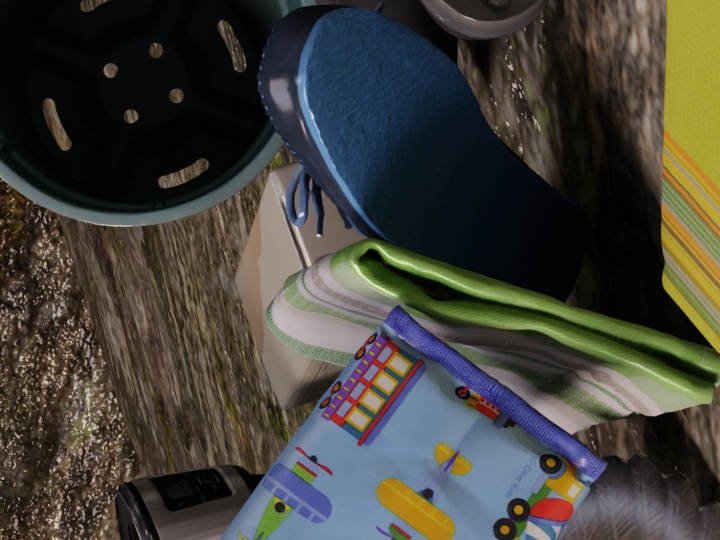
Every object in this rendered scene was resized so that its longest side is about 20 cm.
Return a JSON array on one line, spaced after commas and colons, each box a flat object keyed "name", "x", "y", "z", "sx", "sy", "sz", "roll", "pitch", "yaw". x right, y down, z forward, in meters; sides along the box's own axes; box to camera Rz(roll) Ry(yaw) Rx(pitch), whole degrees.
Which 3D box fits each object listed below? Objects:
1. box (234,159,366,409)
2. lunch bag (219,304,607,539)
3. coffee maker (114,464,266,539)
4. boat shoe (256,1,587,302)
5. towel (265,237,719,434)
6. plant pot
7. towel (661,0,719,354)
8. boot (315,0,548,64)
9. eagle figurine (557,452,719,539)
[{"name": "box", "x": 0.000, "y": 0.000, "z": 1.175, "sx": 0.200, "sy": 0.094, "sz": 0.078, "roll": 120, "pitch": 129, "yaw": -73}, {"name": "lunch bag", "x": 0.005, "y": 0.109, "z": 0.907, "sx": 0.094, "sy": 0.151, "sz": 0.200, "roll": 36, "pitch": 175, "yaw": 5}, {"name": "coffee maker", "x": -0.001, "y": 0.163, "z": 1.176, "sx": 0.135, "sy": 0.199, "sz": 0.194, "roll": 138, "pitch": 111, "yaw": -78}, {"name": "boat shoe", "x": 0.012, "y": -0.032, "z": 0.908, "sx": 0.068, "sy": 0.085, "sz": 0.200, "roll": 16, "pitch": 159, "yaw": 38}, {"name": "towel", "x": 0.044, "y": 0.031, "z": 0.927, "sx": 0.200, "sy": 0.148, "sz": 0.031, "roll": 149, "pitch": 137, "yaw": -79}, {"name": "plant pot", "x": -0.126, "y": -0.117, "z": 1.359, "sx": 0.196, "sy": 0.199, "sz": 0.202, "roll": 133, "pitch": 117, "yaw": -85}, {"name": "towel", "x": 0.122, "y": -0.042, "z": 0.744, "sx": 0.086, "sy": 0.018, "sz": 0.201, "roll": 53, "pitch": 159, "yaw": 41}, {"name": "boot", "x": 0.023, "y": -0.114, "z": 0.946, "sx": 0.200, "sy": 0.065, "sz": 0.166, "roll": 101, "pitch": 156, "yaw": -62}, {"name": "eagle figurine", "x": 0.080, "y": 0.187, "z": 0.908, "sx": 0.201, "sy": 0.151, "sz": 0.152, "roll": -61, "pitch": -40, "yaw": -45}]
